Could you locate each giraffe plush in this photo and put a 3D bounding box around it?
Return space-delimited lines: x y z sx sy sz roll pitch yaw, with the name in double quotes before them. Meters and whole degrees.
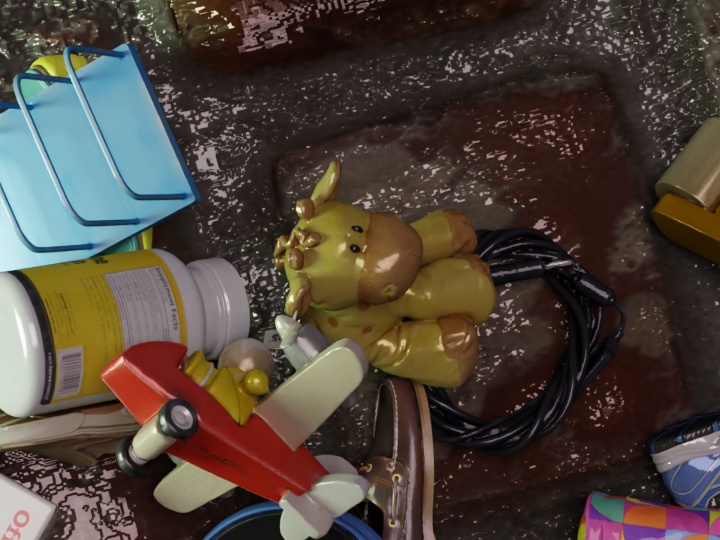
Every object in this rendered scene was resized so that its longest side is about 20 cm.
"giraffe plush" 0.000 0.000 1.488 0.199 0.162 0.173 -18 58 2

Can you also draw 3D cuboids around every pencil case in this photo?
"pencil case" 0.276 0.232 1.534 0.199 0.088 0.089 8 79 7

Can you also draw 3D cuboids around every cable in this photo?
"cable" 0.118 0.059 1.574 0.163 0.051 0.200 44 78 1

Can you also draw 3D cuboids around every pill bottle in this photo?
"pill bottle" -0.191 0.043 1.465 0.199 0.112 0.113 -10 81 -34

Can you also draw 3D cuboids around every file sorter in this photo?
"file sorter" -0.257 -0.074 1.464 0.199 0.123 0.139 -26 83 18

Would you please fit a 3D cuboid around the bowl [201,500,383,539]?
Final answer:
"bowl" -0.058 0.281 1.482 0.199 0.039 0.202 -2 81 12

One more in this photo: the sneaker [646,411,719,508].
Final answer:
"sneaker" 0.343 0.147 1.588 0.199 0.076 0.077 -17 93 -4

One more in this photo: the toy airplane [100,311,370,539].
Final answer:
"toy airplane" -0.080 0.115 1.423 0.199 0.200 0.142 -3 48 9

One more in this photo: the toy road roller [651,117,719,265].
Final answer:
"toy road roller" 0.362 -0.034 1.608 0.200 0.146 0.123 31 74 36

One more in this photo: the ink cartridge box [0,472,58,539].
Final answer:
"ink cartridge box" -0.354 0.200 1.461 0.199 0.084 0.146 29 77 -3

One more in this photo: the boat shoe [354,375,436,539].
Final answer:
"boat shoe" 0.025 0.185 1.527 0.070 0.070 0.201 -1 80 -13

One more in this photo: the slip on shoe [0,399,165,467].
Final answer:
"slip on shoe" -0.224 0.128 1.486 0.199 0.076 0.061 -10 108 -34

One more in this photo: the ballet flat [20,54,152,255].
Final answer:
"ballet flat" -0.208 -0.093 1.550 0.067 0.067 0.201 -24 83 -41
